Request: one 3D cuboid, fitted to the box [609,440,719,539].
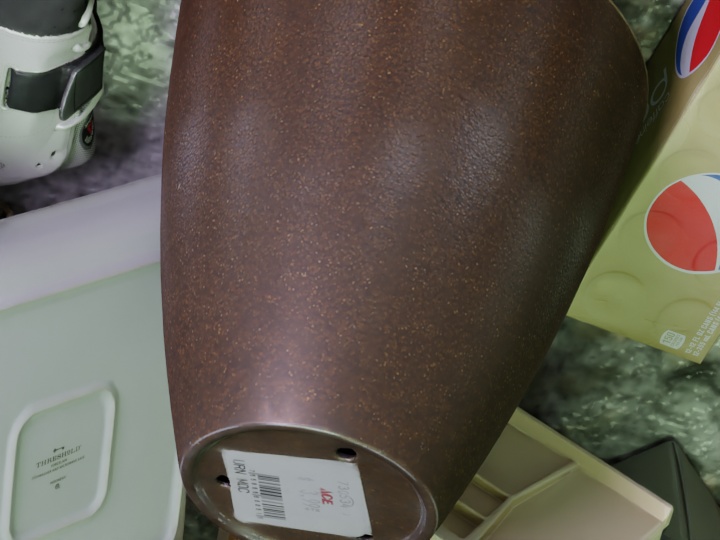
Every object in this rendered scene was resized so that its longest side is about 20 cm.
[{"bbox_3d":[0.151,0.183,1.239,0.095,0.078,0.200,-23,124,17],"label":"box"}]

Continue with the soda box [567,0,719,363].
[{"bbox_3d":[0.150,-0.062,1.061,0.068,0.064,0.200,20,126,-14],"label":"soda box"}]

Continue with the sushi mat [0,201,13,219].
[{"bbox_3d":[-0.122,0.068,1.152,0.012,0.096,0.201,-23,130,-18],"label":"sushi mat"}]

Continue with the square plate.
[{"bbox_3d":[-0.124,0.071,1.043,0.028,0.200,0.199,21,114,33],"label":"square plate"}]

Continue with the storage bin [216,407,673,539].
[{"bbox_3d":[0.012,0.144,1.146,0.198,0.094,0.201,32,132,25],"label":"storage bin"}]

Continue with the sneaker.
[{"bbox_3d":[-0.127,-0.086,1.045,0.088,0.074,0.200,31,132,-21],"label":"sneaker"}]

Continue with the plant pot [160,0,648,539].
[{"bbox_3d":[0.000,0.000,0.993,0.186,0.201,0.187,10,146,7],"label":"plant pot"}]
